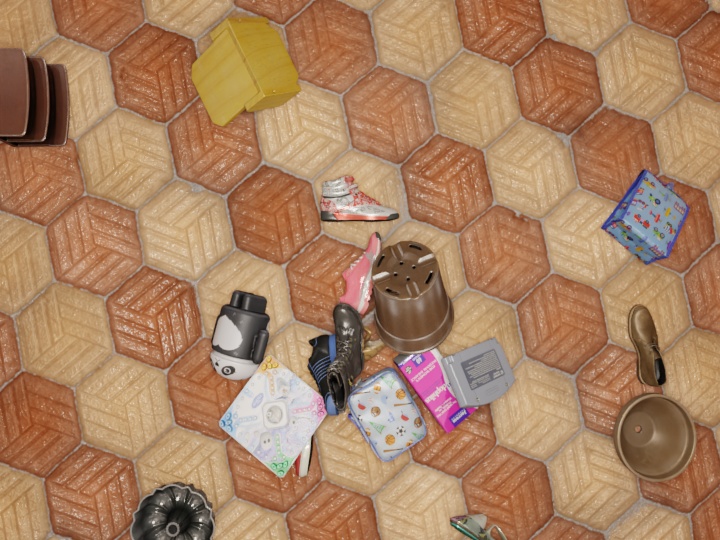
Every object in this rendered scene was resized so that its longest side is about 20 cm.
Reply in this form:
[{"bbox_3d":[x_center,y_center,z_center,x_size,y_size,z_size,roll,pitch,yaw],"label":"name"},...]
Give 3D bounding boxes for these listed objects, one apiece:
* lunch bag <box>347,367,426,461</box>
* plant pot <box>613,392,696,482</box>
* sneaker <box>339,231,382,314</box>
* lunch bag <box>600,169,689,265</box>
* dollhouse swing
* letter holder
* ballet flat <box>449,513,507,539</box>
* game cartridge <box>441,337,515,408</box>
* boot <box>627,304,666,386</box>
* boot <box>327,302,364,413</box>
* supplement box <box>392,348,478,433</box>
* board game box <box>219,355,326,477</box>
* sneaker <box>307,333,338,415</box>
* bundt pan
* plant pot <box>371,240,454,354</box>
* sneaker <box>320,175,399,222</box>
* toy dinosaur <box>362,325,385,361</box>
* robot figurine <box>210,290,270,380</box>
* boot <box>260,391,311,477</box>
[{"bbox_3d":[0.058,0.346,1.334,0.158,0.076,0.203,-31,90,-1],"label":"lunch bag"},{"bbox_3d":[0.702,0.400,1.349,0.194,0.093,0.208,0,87,-3],"label":"plant pot"},{"bbox_3d":[0.000,0.000,1.342,0.084,0.074,0.206,14,88,0],"label":"sneaker"},{"bbox_3d":[0.730,-0.146,1.378,0.149,0.094,0.201,38,78,2],"label":"lunch bag"},{"bbox_3d":[-0.287,-0.480,1.365,0.180,0.174,0.204,-27,89,-44],"label":"dollhouse swing"},{"bbox_3d":[-0.783,-0.408,1.310,0.138,0.101,0.207,-1,88,-4],"label":"letter holder"},{"bbox_3d":[0.304,0.646,1.344,0.199,0.069,0.072,41,69,-5],"label":"ballet flat"},{"bbox_3d":[0.283,0.246,1.304,0.196,0.041,0.137,-11,78,-40],"label":"game cartridge"},{"bbox_3d":[0.720,0.186,1.366,0.071,0.075,0.206,-9,87,-1],"label":"boot"},{"bbox_3d":[-0.038,0.191,1.236,0.067,0.174,0.206,-9,102,15],"label":"boot"},{"bbox_3d":[0.179,0.272,1.327,0.100,0.103,0.202,-37,92,-4],"label":"supplement box"},{"bbox_3d":[-0.201,0.338,1.290,0.198,0.026,0.202,36,79,7],"label":"board game box"},{"bbox_3d":[-0.086,0.248,1.306,0.076,0.071,0.204,-10,54,9],"label":"sneaker"},{"bbox_3d":[-0.433,0.598,1.303,0.195,0.076,0.209,0,88,-2],"label":"bundt pan"},{"bbox_3d":[0.112,0.052,1.244,0.194,0.200,0.205,-6,54,8],"label":"plant pot"},{"bbox_3d":[-0.002,-0.176,1.350,0.195,0.067,0.112,0,91,0],"label":"sneaker"},{"bbox_3d":[0.025,0.187,1.344,0.198,0.060,0.108,-33,93,19],"label":"toy dinosaur"},{"bbox_3d":[-0.284,0.154,1.298,0.122,0.150,0.206,15,87,-15],"label":"robot figurine"},{"bbox_3d":[-0.185,0.390,1.325,0.140,0.072,0.206,-1,80,-2],"label":"boot"}]
